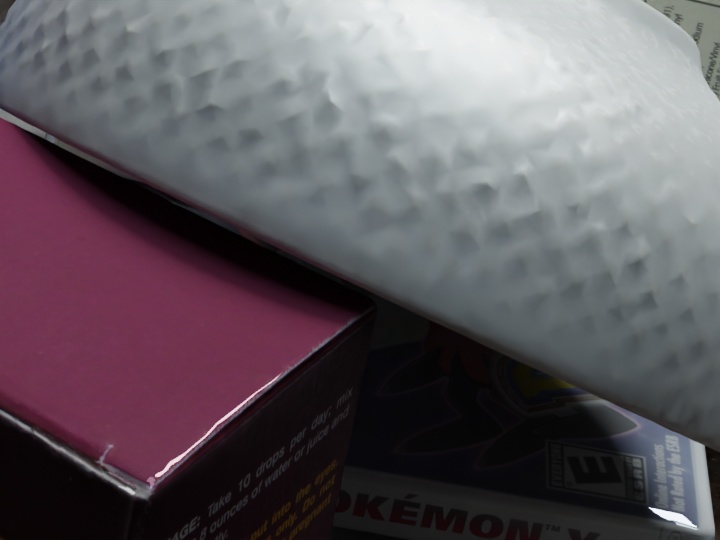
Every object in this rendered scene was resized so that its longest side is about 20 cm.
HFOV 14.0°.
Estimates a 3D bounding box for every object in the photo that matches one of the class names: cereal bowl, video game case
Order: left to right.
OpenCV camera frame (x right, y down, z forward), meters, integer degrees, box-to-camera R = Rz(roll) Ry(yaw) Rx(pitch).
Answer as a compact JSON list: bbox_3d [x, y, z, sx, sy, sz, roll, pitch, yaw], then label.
[{"bbox_3d":[0.000,0.000,0.791,0.181,0.023,0.200,10,34,-5],"label":"video game case"},{"bbox_3d":[0.018,-0.033,0.666,0.199,0.084,0.200,27,0,0],"label":"cereal bowl"}]

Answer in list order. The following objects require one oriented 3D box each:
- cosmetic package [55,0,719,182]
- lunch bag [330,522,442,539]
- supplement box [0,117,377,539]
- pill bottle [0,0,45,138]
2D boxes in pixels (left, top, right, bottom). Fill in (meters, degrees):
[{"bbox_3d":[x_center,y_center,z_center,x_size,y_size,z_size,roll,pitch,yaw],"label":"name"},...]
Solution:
[{"bbox_3d":[0.026,-0.065,0.785,0.199,0.106,0.071,14,31,-2],"label":"cosmetic package"},{"bbox_3d":[0.008,0.049,0.816,0.160,0.083,0.200,26,36,16],"label":"lunch bag"},{"bbox_3d":[-0.077,0.082,0.622,0.110,0.201,0.086,26,36,21],"label":"supplement box"},{"bbox_3d":[-0.149,-0.126,1.005,0.109,0.110,0.200,-12,39,-33],"label":"pill bottle"}]
